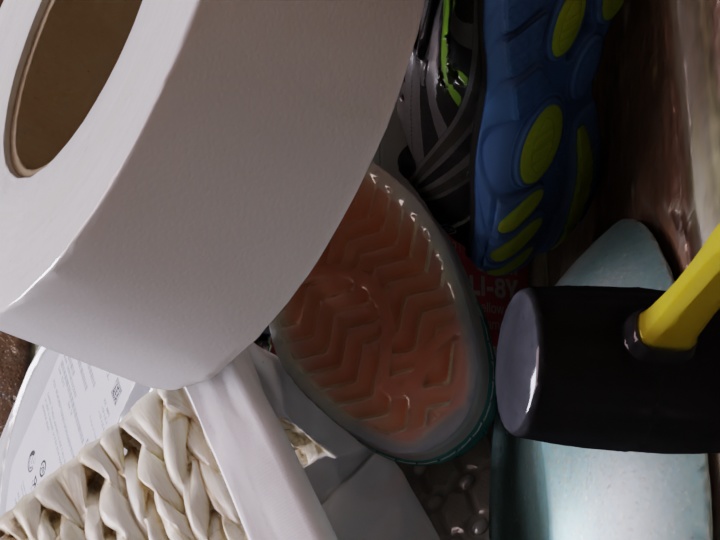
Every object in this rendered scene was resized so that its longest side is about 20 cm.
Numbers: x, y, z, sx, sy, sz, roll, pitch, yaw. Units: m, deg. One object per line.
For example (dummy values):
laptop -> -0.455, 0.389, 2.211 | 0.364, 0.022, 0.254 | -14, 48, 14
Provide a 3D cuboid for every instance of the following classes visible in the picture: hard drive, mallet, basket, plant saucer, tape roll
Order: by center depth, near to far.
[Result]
mallet -> 0.076, -0.007, 0.509 | 0.200, 0.065, 0.041 | 104, 166, -65
plant saucer -> 0.067, 0.084, 0.719 | 0.201, 0.038, 0.202 | 179, 90, -85
tape roll -> -0.060, -0.067, 0.738 | 0.202, 0.071, 0.203 | -45, 32, 40
basket -> -0.026, 0.145, 0.760 | 0.200, 0.123, 0.136 | 61, -169, 31
hard drive -> -0.099, 0.059, 0.927 | 0.201, 0.038, 0.140 | -63, 30, 26

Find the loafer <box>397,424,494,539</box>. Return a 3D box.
loafer -> 0.036, 0.090, 0.956 | 0.070, 0.070, 0.200 | 52, -172, -27

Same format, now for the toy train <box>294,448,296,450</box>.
toy train -> -0.075, 0.164, 1.003 | 0.201, 0.085, 0.114 | -64, -2, 4

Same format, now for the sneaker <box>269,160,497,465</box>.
sneaker -> 0.000, 0.000, 0.808 | 0.080, 0.071, 0.200 | 42, -170, -48

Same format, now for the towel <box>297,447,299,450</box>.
towel -> 0.003, 0.112, 1.019 | 0.086, 0.018, 0.200 | 64, -177, 23

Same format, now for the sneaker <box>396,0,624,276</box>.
sneaker -> 0.039, -0.082, 0.730 | 0.083, 0.071, 0.200 | 38, 147, 26

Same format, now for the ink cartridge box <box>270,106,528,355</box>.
ink cartridge box -> -0.007, -0.060, 0.945 | 0.145, 0.083, 0.201 | -11, 77, 51
